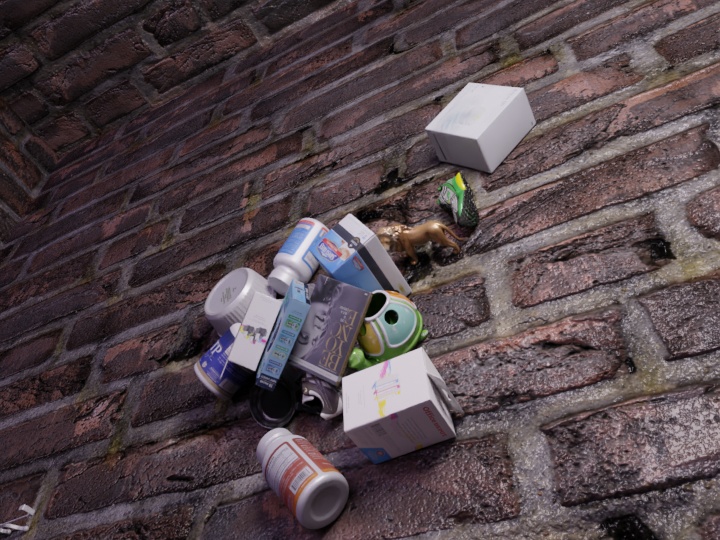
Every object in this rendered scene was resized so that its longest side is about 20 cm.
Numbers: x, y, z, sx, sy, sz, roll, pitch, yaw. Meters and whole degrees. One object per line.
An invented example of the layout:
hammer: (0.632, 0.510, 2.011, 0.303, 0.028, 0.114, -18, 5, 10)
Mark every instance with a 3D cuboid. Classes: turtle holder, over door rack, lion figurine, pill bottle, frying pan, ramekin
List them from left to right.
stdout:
over door rack: (-0.836, 0.661, 1.493, 0.199, 0.066, 0.149, -36, 32, 35)
ramekin: (-0.326, 0.083, 1.685, 0.201, 0.094, 0.204, -28, 34, 21)
pill bottle: (-0.289, 0.198, 1.514, 0.200, 0.120, 0.120, -46, 38, -2)
frying pan: (-0.158, 0.280, 1.390, 0.188, 0.031, 0.116, -17, 75, 14)
pill bottle: (-0.118, 0.388, 1.208, 0.112, 0.113, 0.199, -46, 38, -13)
pill bottle: (-0.164, -0.033, 1.686, 0.111, 0.113, 0.201, 5, 51, 40)
turtle holder: (0.040, 0.125, 1.347, 0.184, 0.132, 0.141, -33, 38, 3)
lion figurine: (0.142, -0.080, 1.493, 0.198, 0.123, 0.073, -20, 40, 19)

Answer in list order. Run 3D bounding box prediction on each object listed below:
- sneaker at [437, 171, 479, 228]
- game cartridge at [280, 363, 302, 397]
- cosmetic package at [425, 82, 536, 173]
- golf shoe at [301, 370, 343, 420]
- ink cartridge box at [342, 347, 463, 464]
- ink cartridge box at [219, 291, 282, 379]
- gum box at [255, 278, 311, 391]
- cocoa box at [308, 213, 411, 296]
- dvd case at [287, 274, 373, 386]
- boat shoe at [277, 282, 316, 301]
sneaker: (0.237, -0.160, 1.557, 0.085, 0.078, 0.201, -29, 28, 19)
game cartridge: (-0.135, 0.186, 1.477, 0.200, 0.041, 0.133, -48, 39, -5)
cosmetic package: (0.318, -0.384, 1.682, 0.200, 0.123, 0.199, -47, 40, -14)
golf shoe: (-0.102, 0.232, 1.346, 0.094, 0.078, 0.200, -38, 53, -16)
ink cartridge box: (0.081, 0.251, 1.186, 0.198, 0.129, 0.126, -23, 39, 15)
ink cartridge box: (-0.243, 0.155, 1.403, 0.115, 0.067, 0.202, 150, 142, -77)
gum box: (-0.168, 0.135, 1.376, 0.170, 0.044, 0.202, -117, 50, -75)
cocoa box: (0.000, 0.000, 1.453, 0.131, 0.201, 0.133, -40, 39, -5)
dvd case: (-0.068, 0.121, 1.319, 0.148, 0.016, 0.202, 18, 85, 37)
boat shoe: (-0.159, 0.089, 1.553, 0.201, 0.073, 0.060, -30, -9, 31)
